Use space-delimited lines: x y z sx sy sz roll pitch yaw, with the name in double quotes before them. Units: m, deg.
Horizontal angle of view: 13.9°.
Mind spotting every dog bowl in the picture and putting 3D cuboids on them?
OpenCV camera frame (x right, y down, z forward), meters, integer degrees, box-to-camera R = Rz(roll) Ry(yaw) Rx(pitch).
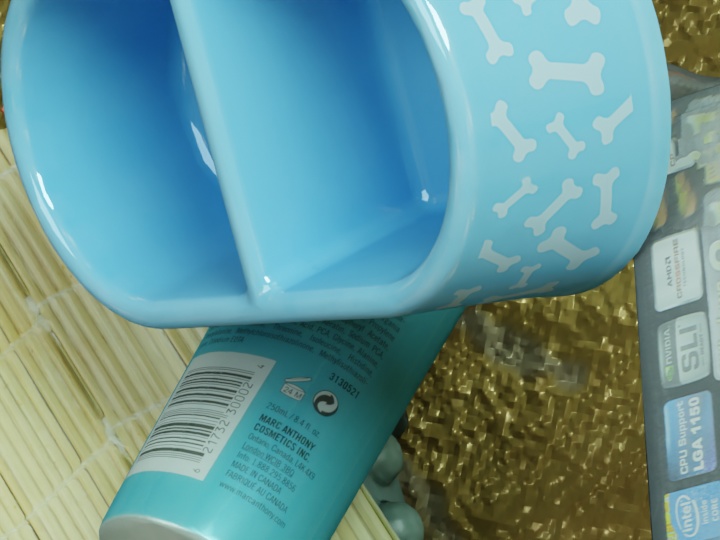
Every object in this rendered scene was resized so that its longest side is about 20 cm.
"dog bowl" -0.015 -0.039 0.667 0.200 0.050 0.112 -4 103 54

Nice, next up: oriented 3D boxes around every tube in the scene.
"tube" 0.000 0.000 0.769 0.077 0.050 0.200 18 59 20

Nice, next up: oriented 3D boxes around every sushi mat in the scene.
"sushi mat" -0.062 0.046 0.790 0.096 0.012 0.200 -36 66 5

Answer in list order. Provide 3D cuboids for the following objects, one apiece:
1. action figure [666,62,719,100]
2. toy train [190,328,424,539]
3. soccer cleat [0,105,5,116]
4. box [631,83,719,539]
"action figure" 0.159 -0.085 0.702 0.193 0.105 0.200 -42 31 17
"toy train" -0.033 0.085 0.815 0.114 0.085 0.200 -27 64 22
"soccer cleat" -0.042 -0.057 0.860 0.078 0.069 0.200 46 118 3
"box" 0.132 0.045 0.572 0.161 0.049 0.200 -18 66 43
